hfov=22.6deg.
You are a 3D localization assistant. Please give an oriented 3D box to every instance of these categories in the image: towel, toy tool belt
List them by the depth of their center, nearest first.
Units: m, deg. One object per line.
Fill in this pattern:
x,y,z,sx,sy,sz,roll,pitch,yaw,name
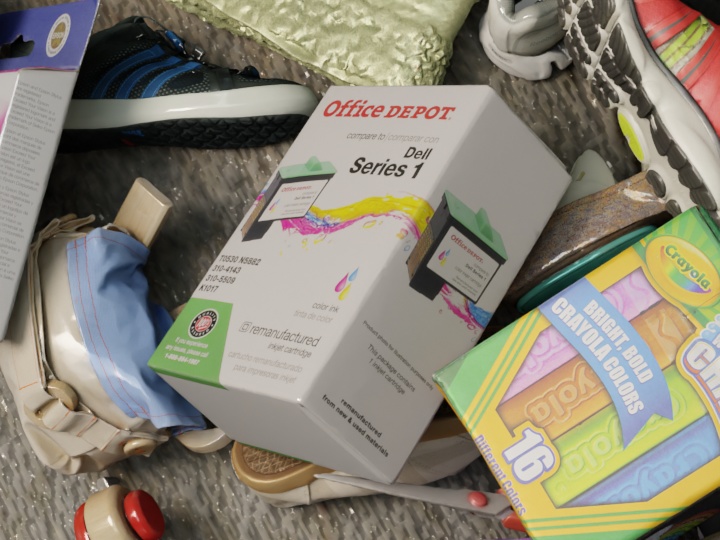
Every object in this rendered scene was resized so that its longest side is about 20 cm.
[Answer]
-0.130,0.059,1.023,0.122,0.125,0.201,-27,77,14,toy tool belt
-0.014,-0.190,1.078,0.199,0.036,0.149,28,91,23,towel

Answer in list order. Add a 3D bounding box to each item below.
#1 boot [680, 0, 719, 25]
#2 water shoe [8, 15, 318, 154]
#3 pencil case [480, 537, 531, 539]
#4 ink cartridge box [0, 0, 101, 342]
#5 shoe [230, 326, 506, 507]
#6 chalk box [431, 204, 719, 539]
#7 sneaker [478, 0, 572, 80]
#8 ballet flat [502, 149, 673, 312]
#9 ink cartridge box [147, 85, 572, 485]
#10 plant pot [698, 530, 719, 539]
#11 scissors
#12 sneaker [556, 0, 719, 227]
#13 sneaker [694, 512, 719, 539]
0.233,-0.222,1.021,0.073,0.204,0.154,27,43,-12,boot
-0.123,-0.117,1.077,0.199,0.072,0.079,-1,78,10,water shoe
0.082,0.242,0.971,0.085,0.084,0.201,-4,80,-21,pencil case
-0.236,-0.064,1.045,0.196,0.043,0.201,4,78,55,ink cartridge box
0.026,0.087,1.028,0.199,0.054,0.070,-19,45,3,shoe
0.157,0.055,0.893,0.199,0.125,0.124,-33,74,5,chalk box
0.139,-0.204,1.037,0.075,0.081,0.201,33,86,16,sneaker
0.160,-0.044,1.017,0.199,0.068,0.068,-25,71,-4,ballet flat
0.000,0.000,0.968,0.144,0.084,0.201,7,60,51,ink cartridge box
0.229,0.220,0.858,0.199,0.200,0.181,-23,103,5,plant pot
0.075,0.129,0.959,0.014,0.199,0.073,-65,35,36,scissors
0.172,-0.113,0.969,0.085,0.077,0.201,-25,85,-16,sneaker
0.179,0.090,0.992,0.087,0.076,0.201,-16,75,24,sneaker
